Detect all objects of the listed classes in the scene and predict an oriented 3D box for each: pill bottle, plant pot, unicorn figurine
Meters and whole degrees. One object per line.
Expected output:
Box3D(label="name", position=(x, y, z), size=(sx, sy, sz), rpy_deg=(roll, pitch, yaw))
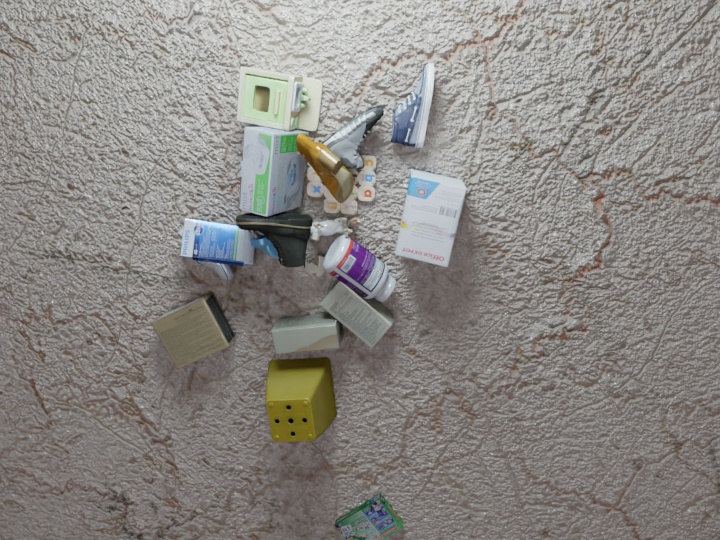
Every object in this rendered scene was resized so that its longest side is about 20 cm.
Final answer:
Box3D(label="pill bottle", position=(0.000, 0.000, 1.451), size=(0.198, 0.113, 0.113), rpy_deg=(35, 109, -20))
Box3D(label="plant pot", position=(-0.188, 0.397, 1.576), size=(0.193, 0.177, 0.207), rpy_deg=(-4, 107, 8))
Box3D(label="unicorn figurine", position=(-0.100, -0.121, 1.440), size=(0.193, 0.137, 0.076), rpy_deg=(8, 100, -11))

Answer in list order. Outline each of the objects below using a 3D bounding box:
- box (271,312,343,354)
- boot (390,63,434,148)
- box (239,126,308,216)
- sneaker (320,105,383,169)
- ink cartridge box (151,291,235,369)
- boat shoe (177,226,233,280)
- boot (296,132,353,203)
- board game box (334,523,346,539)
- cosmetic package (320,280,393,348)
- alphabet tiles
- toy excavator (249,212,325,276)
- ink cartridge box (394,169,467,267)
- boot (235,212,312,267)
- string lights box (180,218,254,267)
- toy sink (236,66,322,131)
Box3D(label="box", position=(-0.153, 0.182, 1.548), size=(0.193, 0.095, 0.080), rpy_deg=(-6, 108, 10))
Box3D(label="boot", position=(0.130, -0.417, 1.333), size=(0.087, 0.073, 0.206), rpy_deg=(7, 109, -2))
Box3D(label="box", position=(-0.225, -0.261, 1.365), size=(0.094, 0.176, 0.206), rpy_deg=(15, 109, 19))
Box3D(label="sneaker", position=(-0.002, -0.330, 1.370), size=(0.196, 0.075, 0.117), rpy_deg=(-27, 108, 25))
Box3D(label="ink cartridge box", position=(-0.503, 0.182, 1.600), size=(0.195, 0.075, 0.169), rpy_deg=(-22, 102, 14))
Box3D(label="boat shoe", position=(-0.448, -0.043, 1.517), size=(0.066, 0.073, 0.202), rpy_deg=(-38, 89, -25))
Box3D(label="boot", position=(-0.094, -0.269, 1.373), size=(0.143, 0.202, 0.071), rpy_deg=(39, 78, 21))
Box3D(label="board game box", position=(0.028, 0.849, 1.770), size=(0.198, 0.029, 0.136), rpy_deg=(-36, 101, 16))
Box3D(label="cosmetic package", position=(-0.009, 0.114, 1.519), size=(0.199, 0.071, 0.105), rpy_deg=(41, 108, -7))
Box3D(label="alphabet tiles", position=(-0.052, -0.257, 1.438), size=(0.189, 0.015, 0.207), rpy_deg=(4, 108, 6))
Box3D(label="toy excavator", position=(-0.202, -0.063, 1.463), size=(0.190, 0.099, 0.206), rpy_deg=(-19, 106, -22))
Box3D(label="ink cartridge box", position=(0.179, -0.139, 1.377), size=(0.142, 0.147, 0.206), rpy_deg=(12, 109, 2))
Box3D(label="boot", position=(-0.223, -0.072, 1.360), size=(0.193, 0.078, 0.143), rpy_deg=(2, 110, -15))
Box3D(label="string lights box", position=(-0.392, -0.075, 1.466), size=(0.193, 0.059, 0.106), rpy_deg=(7, 81, -14))
Box3D(label="toy sink", position=(-0.205, -0.434, 1.350), size=(0.193, 0.112, 0.134), rpy_deg=(12, 109, 3))
